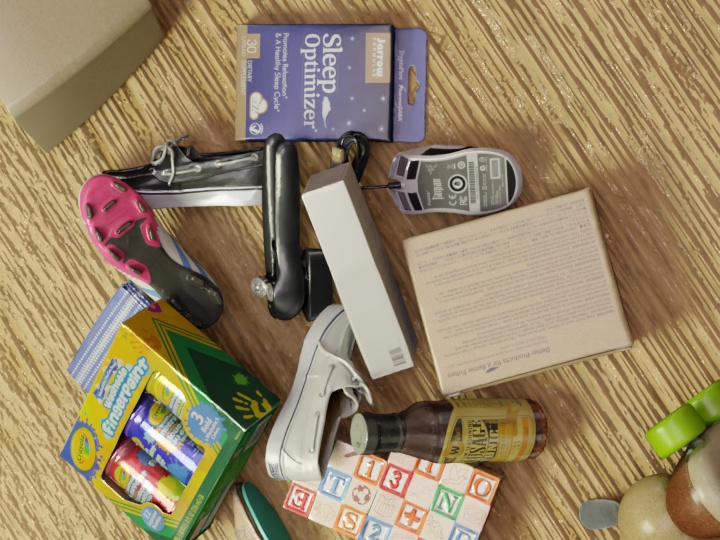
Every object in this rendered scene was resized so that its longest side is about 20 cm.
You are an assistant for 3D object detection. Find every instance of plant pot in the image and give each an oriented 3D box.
[{"bbox_3d":[-0.312,-0.266,1.761,0.176,0.200,0.201,-31,84,-4],"label":"plant pot"}]

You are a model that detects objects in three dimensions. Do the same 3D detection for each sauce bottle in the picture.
[{"bbox_3d":[0.087,0.160,1.698,0.198,0.066,0.067,-1,89,-24],"label":"sauce bottle"}]

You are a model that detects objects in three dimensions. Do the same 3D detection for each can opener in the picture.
[{"bbox_3d":[-0.078,-0.041,1.759,0.078,0.063,0.202,-19,112,-31],"label":"can opener"}]

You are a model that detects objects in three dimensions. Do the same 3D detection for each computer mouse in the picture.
[{"bbox_3d":[0.067,-0.091,1.757,0.197,0.044,0.111,-1,108,7],"label":"computer mouse"}]

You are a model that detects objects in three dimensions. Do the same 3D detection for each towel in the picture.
[{"bbox_3d":[-0.205,0.123,1.795,0.200,0.024,0.145,42,121,8],"label":"towel"}]

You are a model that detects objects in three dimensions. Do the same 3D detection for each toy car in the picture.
[{"bbox_3d":[0.313,0.236,1.693,0.200,0.157,0.165,-41,78,36],"label":"toy car"}]

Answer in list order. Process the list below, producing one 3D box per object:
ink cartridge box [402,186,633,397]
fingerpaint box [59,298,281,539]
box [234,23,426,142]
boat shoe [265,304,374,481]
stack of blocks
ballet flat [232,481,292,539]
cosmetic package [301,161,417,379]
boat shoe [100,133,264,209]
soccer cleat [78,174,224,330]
[{"bbox_3d":[0.159,0.022,1.728,0.198,0.075,0.167,-15,89,9],"label":"ink cartridge box"},{"bbox_3d":[-0.196,0.161,1.740,0.166,0.073,0.201,39,126,12],"label":"fingerpaint box"},{"bbox_3d":[-0.031,-0.194,1.784,0.197,0.032,0.123,1,90,9],"label":"box"},{"bbox_3d":[-0.023,0.122,1.718,0.085,0.075,0.203,6,51,23],"label":"boat shoe"},{"bbox_3d":[0.034,0.224,1.756,0.198,0.059,0.116,22,93,10],"label":"stack of blocks"},{"bbox_3d":[-0.087,0.314,1.774,0.067,0.068,0.201,-38,82,14],"label":"ballet flat"},{"bbox_3d":[0.000,0.000,1.725,0.050,0.083,0.202,-18,103,12],"label":"cosmetic package"},{"bbox_3d":[-0.186,-0.103,1.781,0.197,0.074,0.069,1,107,9],"label":"boat shoe"},{"bbox_3d":[-0.220,-0.015,1.763,0.070,0.086,0.200,-43,106,-9],"label":"soccer cleat"}]
